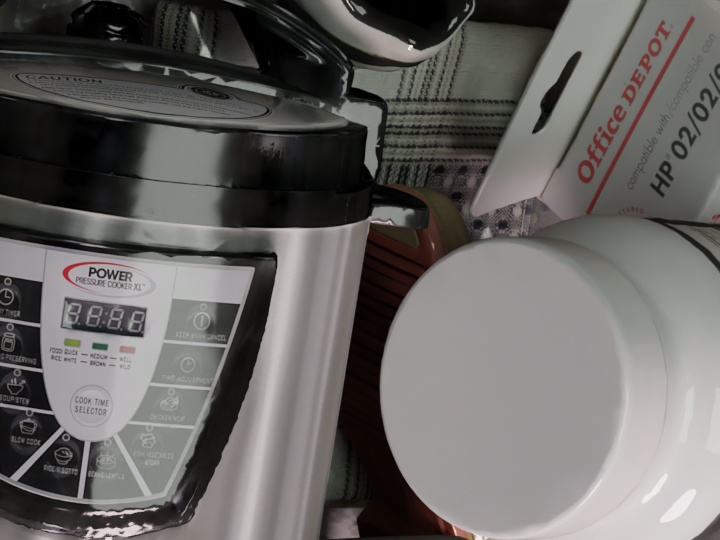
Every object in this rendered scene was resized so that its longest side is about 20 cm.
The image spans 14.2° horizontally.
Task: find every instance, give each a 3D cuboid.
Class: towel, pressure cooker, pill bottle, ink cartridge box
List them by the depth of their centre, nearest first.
[{"bbox_3d":[-0.088,-0.001,0.926,0.176,0.178,0.200,-3,106,-56],"label":"pressure cooker"},{"bbox_3d":[0.102,0.040,0.973,0.200,0.116,0.117,3,102,-53],"label":"pill bottle"},{"bbox_3d":[0.000,0.000,1.072,0.200,0.035,0.193,1,102,-36],"label":"towel"},{"bbox_3d":[0.145,-0.060,1.086,0.200,0.068,0.115,-16,142,-43],"label":"ink cartridge box"}]

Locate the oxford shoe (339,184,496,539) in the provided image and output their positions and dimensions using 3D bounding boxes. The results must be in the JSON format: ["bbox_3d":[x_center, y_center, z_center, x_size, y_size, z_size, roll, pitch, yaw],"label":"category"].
[{"bbox_3d":[0.035,0.049,1.061,0.074,0.071,0.200,-27,129,-29],"label":"oxford shoe"}]

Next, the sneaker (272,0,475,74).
[{"bbox_3d":[-0.023,-0.150,0.931,0.074,0.080,0.200,-42,117,-23],"label":"sneaker"}]

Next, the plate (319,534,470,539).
[{"bbox_3d":[-0.047,0.128,0.982,0.200,0.199,0.032,-19,95,-30],"label":"plate"}]
